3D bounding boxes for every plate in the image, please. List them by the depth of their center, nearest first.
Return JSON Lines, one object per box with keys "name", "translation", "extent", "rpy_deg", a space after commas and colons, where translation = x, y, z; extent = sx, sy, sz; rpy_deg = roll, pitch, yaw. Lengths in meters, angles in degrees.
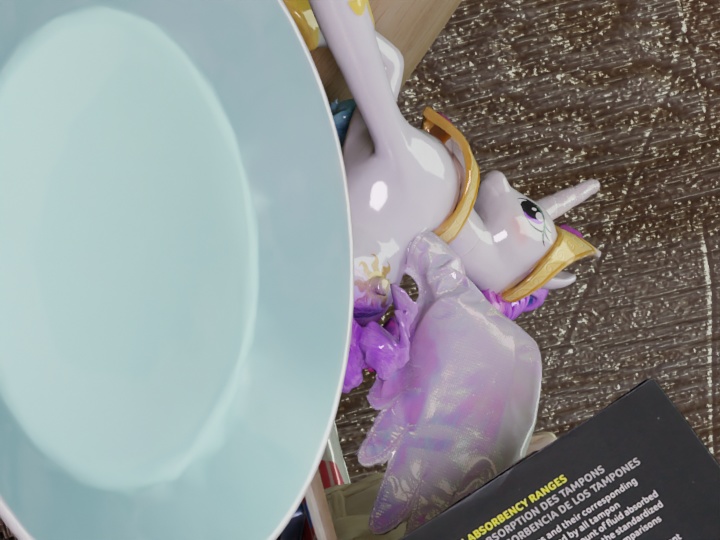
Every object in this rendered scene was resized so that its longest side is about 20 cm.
{"name": "plate", "translation": [-0.066, -0.007, 0.843], "extent": [0.200, 0.025, 0.202], "rpy_deg": [9, 79, -55]}

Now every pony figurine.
{"name": "pony figurine", "translation": [0.000, 0.000, 1.112], "extent": [0.166, 0.194, 0.200], "rpy_deg": [9, -28, 49]}

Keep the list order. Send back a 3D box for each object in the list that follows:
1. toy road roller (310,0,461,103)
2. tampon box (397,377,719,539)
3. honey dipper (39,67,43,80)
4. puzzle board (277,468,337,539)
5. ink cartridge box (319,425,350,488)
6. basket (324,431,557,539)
{"name": "toy road roller", "translation": [-0.054, -0.119, 1.157], "extent": [0.123, 0.199, 0.146], "rpy_deg": [-55, -162, 32]}
{"name": "tampon box", "translation": [0.104, 0.170, 1.016], "extent": [0.200, 0.126, 0.150], "rpy_deg": [55, -9, 25]}
{"name": "honey dipper", "translation": [-0.110, -0.051, 0.934], "extent": [0.200, 0.038, 0.038], "rpy_deg": [141, -65, -88]}
{"name": "puzzle board", "translation": [-0.020, 0.159, 1.069], "extent": [0.200, 0.017, 0.151], "rpy_deg": [101, -24, -58]}
{"name": "ink cartridge box", "translation": [-0.052, 0.100, 1.613], "extent": [0.200, 0.084, 0.147], "rpy_deg": [-82, 159, -86]}
{"name": "basket", "translation": [0.031, 0.196, 1.319], "extent": [0.161, 0.199, 0.199], "rpy_deg": [70, 5, -72]}
